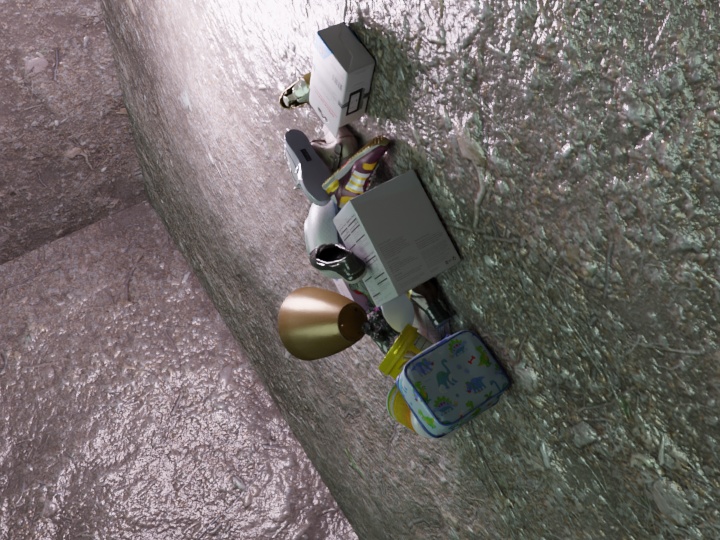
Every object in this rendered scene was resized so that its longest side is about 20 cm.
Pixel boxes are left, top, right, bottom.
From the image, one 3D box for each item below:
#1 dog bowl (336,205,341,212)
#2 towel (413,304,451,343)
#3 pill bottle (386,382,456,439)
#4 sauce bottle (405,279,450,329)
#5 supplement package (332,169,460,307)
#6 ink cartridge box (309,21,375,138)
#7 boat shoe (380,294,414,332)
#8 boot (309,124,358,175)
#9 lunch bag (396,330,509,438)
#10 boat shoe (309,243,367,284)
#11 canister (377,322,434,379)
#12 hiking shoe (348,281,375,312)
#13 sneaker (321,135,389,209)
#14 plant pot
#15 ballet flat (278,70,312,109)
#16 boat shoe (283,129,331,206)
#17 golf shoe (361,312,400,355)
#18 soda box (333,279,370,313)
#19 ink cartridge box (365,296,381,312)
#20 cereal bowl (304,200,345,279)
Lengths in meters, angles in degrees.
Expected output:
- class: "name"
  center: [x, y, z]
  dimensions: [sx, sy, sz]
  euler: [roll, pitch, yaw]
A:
- class: "dog bowl"
  center: [0.013, -0.130, 1.752]
  dimensions: [0.199, 0.049, 0.113]
  euler: [34, 145, 52]
- class: "towel"
  center: [0.142, 0.137, 1.788]
  dimensions: [0.191, 0.032, 0.202]
  euler: [38, 147, 49]
- class: "pill bottle"
  center: [0.151, 0.332, 1.882]
  dimensions: [0.199, 0.110, 0.113]
  euler: [14, 128, 63]
- class: "sauce bottle"
  center: [0.119, 0.029, 1.666]
  dimensions: [0.201, 0.065, 0.066]
  euler: [58, 159, 18]
- class: "supplement package"
  center: [0.067, -0.060, 1.558]
  dimensions: [0.202, 0.150, 0.151]
  euler: [62, 161, 3]
- class: "ink cartridge box"
  center: [-0.041, -0.371, 1.565]
  dimensions: [0.117, 0.067, 0.201]
  euler: [56, 158, 19]
- class: "boat shoe"
  center: [0.064, 0.038, 1.753]
  dimensions: [0.065, 0.073, 0.203]
  euler: [-69, -42, -88]
- class: "boot"
  center: [-0.059, -0.232, 1.745]
  dimensions: [0.148, 0.069, 0.201]
  euler: [68, 153, 23]
- class: "lunch bag"
  center: [0.180, 0.218, 1.557]
  dimensions: [0.162, 0.198, 0.083]
  euler: [53, 150, 20]
- class: "boat shoe"
  center: [-0.052, -0.029, 1.578]
  dimensions: [0.199, 0.067, 0.057]
  euler: [24, 150, 57]
- class: "canister"
  center: [0.149, 0.219, 1.696]
  dimensions: [0.199, 0.087, 0.149]
  euler: [35, 149, 5]
- class: "hiking shoe"
  center: [0.000, 0.000, 1.842]
  dimensions: [0.100, 0.076, 0.202]
  euler: [-29, 89, 28]
- class: "sneaker"
  center: [0.009, -0.194, 1.613]
  dimensions: [0.090, 0.075, 0.199]
  euler: [49, 136, -6]
- class: "plant pot"
  center: [-0.074, 0.129, 1.952]
  dimensions: [0.199, 0.185, 0.189]
  euler: [-7, 110, 52]
- class: "ballet flat"
  center: [-0.130, -0.391, 1.760]
  dimensions: [0.069, 0.062, 0.199]
  euler: [65, 159, -8]
- class: "boat shoe"
  center: [-0.122, -0.208, 1.742]
  dimensions: [0.204, 0.074, 0.087]
  euler: [60, 153, 24]
- class: "golf shoe"
  center: [0.090, 0.180, 1.845]
  dimensions: [0.200, 0.078, 0.095]
  euler: [49, 180, 30]
- class: "soda box"
  center: [-0.027, 0.020, 2.005]
  dimensions: [0.202, 0.063, 0.068]
  euler: [62, 159, 5]
- class: "ink cartridge box"
  center: [0.015, 0.002, 1.927]
  dimensions: [0.202, 0.037, 0.095]
  euler: [65, 160, 1]
- class: "cereal bowl"
  center: [-0.084, -0.078, 1.871]
  dimensions: [0.200, 0.082, 0.204]
  euler: [-6, -90, -85]
